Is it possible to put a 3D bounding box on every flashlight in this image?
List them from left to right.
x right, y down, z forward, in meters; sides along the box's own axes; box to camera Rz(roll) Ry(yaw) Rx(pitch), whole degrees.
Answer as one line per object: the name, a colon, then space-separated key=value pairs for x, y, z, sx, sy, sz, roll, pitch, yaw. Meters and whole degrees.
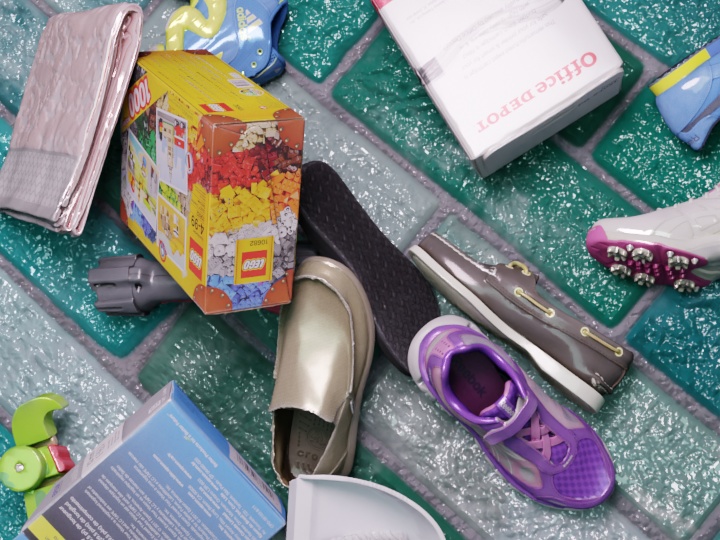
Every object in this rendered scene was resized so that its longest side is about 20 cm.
flashlight: x=-0.125 y=0.012 z=1.122 sx=0.198 sy=0.068 sz=0.068 roll=-4 pitch=114 yaw=14

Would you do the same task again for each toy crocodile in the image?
toy crocodile: x=-0.258 y=0.205 z=1.110 sx=0.061 sy=0.068 sz=0.202 roll=-16 pitch=79 yaw=6

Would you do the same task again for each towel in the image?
towel: x=-0.254 y=-0.131 z=1.115 sx=0.032 sy=0.199 sz=0.193 roll=19 pitch=87 yaw=-32

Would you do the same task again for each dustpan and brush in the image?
dustpan and brush: x=0.042 y=0.233 z=1.051 sx=0.198 sy=0.057 sz=0.141 roll=1 pitch=96 yaw=-20

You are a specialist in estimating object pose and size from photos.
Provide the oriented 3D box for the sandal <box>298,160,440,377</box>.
sandal: x=0.000 y=0.000 z=1.088 sx=0.201 sy=0.045 sz=0.075 roll=55 pitch=48 yaw=-9

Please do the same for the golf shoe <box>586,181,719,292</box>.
golf shoe: x=0.283 y=-0.032 z=1.056 sx=0.198 sy=0.075 sz=0.092 roll=5 pitch=67 yaw=9

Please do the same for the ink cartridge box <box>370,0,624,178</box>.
ink cartridge box: x=0.108 y=-0.200 z=1.099 sx=0.144 sy=0.083 sz=0.201 roll=-32 pitch=78 yaw=4

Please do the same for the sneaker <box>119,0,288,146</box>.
sneaker: x=-0.129 y=-0.174 z=1.143 sx=0.104 sy=0.076 sz=0.202 roll=24 pitch=85 yaw=12

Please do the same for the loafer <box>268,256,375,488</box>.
loafer: x=-0.034 y=0.090 z=1.050 sx=0.075 sy=0.068 sz=0.202 roll=7 pitch=108 yaw=21

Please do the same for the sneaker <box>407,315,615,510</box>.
sneaker: x=0.122 y=0.117 z=1.033 sx=0.200 sy=0.088 sz=0.081 roll=42 pitch=85 yaw=-1

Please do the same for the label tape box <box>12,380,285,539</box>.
label tape box: x=-0.181 y=0.211 z=1.070 sx=0.200 sy=0.066 sz=0.144 roll=-41 pitch=103 yaw=3

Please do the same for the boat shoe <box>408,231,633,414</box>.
boat shoe: x=0.129 y=0.031 z=1.068 sx=0.201 sy=0.072 sz=0.061 roll=40 pitch=85 yaw=7

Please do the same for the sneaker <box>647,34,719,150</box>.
sneaker: x=0.333 y=-0.175 z=1.069 sx=0.199 sy=0.066 sz=0.079 roll=-36 pitch=88 yaw=4

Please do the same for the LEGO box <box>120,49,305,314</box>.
LEGO box: x=-0.123 y=-0.077 z=1.042 sx=0.076 sy=0.200 sz=0.151 roll=-7 pitch=116 yaw=-27
